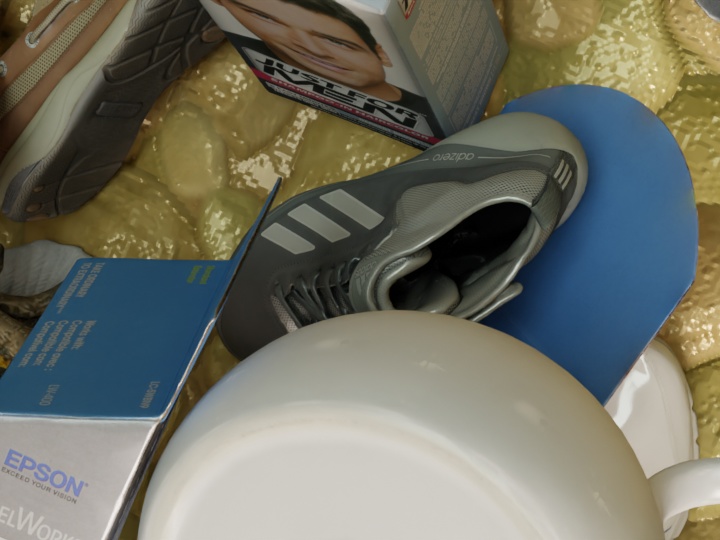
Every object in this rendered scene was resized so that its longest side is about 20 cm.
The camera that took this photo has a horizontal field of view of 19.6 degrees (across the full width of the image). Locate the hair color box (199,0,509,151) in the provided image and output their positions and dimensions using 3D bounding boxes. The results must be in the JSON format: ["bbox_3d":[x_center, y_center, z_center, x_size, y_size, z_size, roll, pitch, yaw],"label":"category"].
[{"bbox_3d":[-0.006,-0.110,0.823,0.098,0.200,0.061,22,82,15],"label":"hair color box"}]

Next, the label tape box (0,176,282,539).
[{"bbox_3d":[-0.105,0.061,0.765,0.063,0.144,0.201,24,112,-3],"label":"label tape box"}]

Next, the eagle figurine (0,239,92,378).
[{"bbox_3d":[-0.193,0.085,0.932,0.152,0.150,0.201,-112,35,-46],"label":"eagle figurine"}]

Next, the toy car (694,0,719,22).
[{"bbox_3d":[0.094,-0.192,0.854,0.199,0.158,0.165,24,88,-11],"label":"toy car"}]

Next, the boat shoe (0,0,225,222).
[{"bbox_3d":[-0.111,-0.112,0.916,0.200,0.076,0.072,-48,69,17],"label":"boat shoe"}]

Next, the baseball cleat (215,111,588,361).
[{"bbox_3d":[0.000,0.000,0.847,0.199,0.107,0.070,-32,104,34],"label":"baseball cleat"}]

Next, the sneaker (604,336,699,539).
[{"bbox_3d":[0.086,0.121,0.856,0.074,0.087,0.202,19,93,16],"label":"sneaker"}]

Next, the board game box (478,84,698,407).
[{"bbox_3d":[0.072,0.024,0.859,0.201,0.039,0.158,-56,37,9],"label":"board game box"}]

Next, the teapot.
[{"bbox_3d":[0.030,0.093,0.734,0.200,0.146,0.198,42,121,5],"label":"teapot"}]
